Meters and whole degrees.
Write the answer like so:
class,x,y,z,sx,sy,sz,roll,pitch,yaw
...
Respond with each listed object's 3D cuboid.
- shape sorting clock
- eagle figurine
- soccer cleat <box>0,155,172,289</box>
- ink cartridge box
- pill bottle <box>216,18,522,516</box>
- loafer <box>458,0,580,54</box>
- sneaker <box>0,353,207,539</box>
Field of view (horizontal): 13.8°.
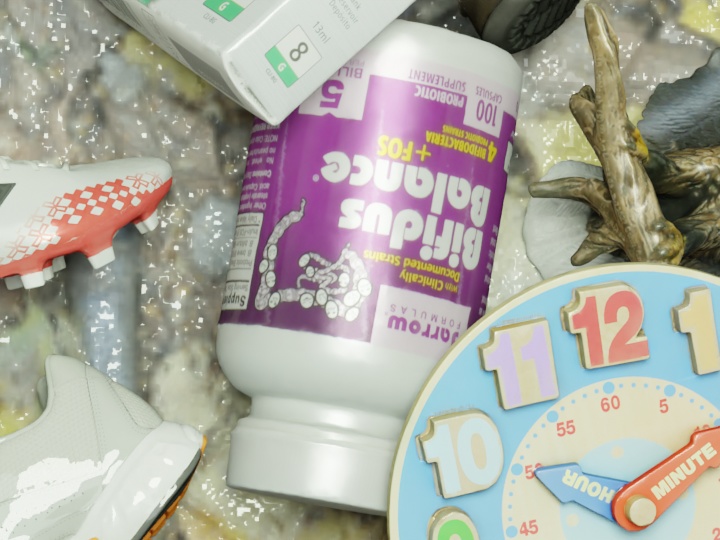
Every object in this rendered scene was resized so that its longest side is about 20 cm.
class,x,y,z,sx,sy,sz,roll,pitch,yaw
shape sorting clock,0.110,0.096,1.209,0.199,0.039,0.201,-1,95,-9
eagle figurine,0.183,-0.041,1.288,0.200,0.151,0.152,-12,131,-37
soccer cleat,-0.168,-0.027,1.232,0.200,0.069,0.085,-22,97,-29
ink cartridge box,-0.010,-0.162,1.244,0.200,0.161,0.050,-44,125,-7
pill bottle,0.000,0.000,1.252,0.112,0.112,0.201,10,84,-6
loafer,0.088,-0.178,1.293,0.071,0.073,0.200,29,61,6
sneaker,-0.158,0.123,1.249,0.092,0.076,0.200,39,74,5
